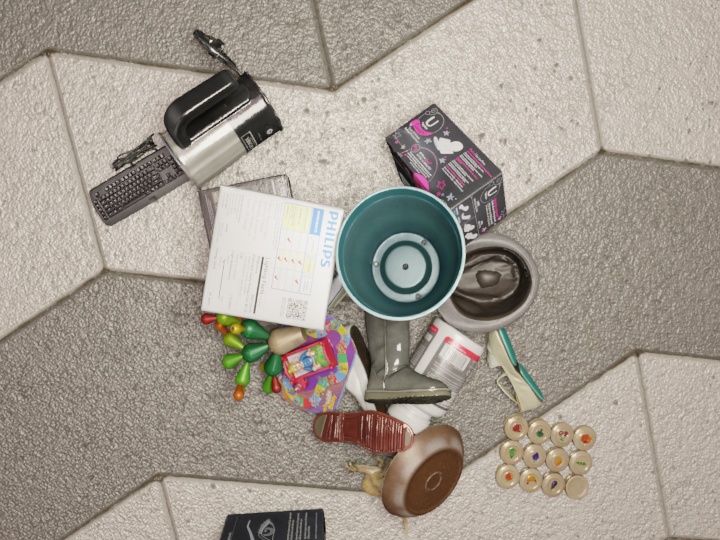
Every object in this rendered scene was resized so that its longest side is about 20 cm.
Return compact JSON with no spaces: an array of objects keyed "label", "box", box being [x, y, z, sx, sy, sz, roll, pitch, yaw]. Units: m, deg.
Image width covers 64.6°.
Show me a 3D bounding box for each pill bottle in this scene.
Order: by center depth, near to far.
[{"label":"pill bottle","box":[0.136,0.201,1.071,0.110,0.111,0.202,32,92,-6]}]

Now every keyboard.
[{"label":"keyboard","box":[-0.406,-0.172,1.036,0.198,0.040,0.105,-32,97,-2]}]

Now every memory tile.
[{"label":"memory tile","box":[0.375,0.378,1.151,0.196,0.017,0.157,10,94,-5]}]

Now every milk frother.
[{"label":"milk frother","box":[-0.270,-0.286,0.993,0.187,0.181,0.201,-36,56,-6]}]

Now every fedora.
[{"label":"fedora","box":[0.230,0.020,1.072,0.196,0.090,0.180,-18,95,4]}]

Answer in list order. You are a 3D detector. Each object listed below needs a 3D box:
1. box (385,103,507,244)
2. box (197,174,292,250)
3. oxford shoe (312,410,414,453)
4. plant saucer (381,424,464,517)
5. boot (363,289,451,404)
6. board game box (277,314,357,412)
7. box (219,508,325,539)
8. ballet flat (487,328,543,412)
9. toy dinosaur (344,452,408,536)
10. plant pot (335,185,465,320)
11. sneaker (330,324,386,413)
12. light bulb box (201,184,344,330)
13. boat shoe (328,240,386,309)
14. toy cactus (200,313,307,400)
[{"label":"box","box":[0.151,-0.163,0.989,0.114,0.133,0.201,-33,58,0]},{"label":"box","box":[-0.190,-0.058,1.037,0.161,0.086,0.204,-12,95,-3]},{"label":"oxford shoe","box":[0.013,0.293,1.057,0.196,0.075,0.072,4,78,26]},{"label":"plant saucer","box":[0.128,0.387,1.071,0.197,0.037,0.204,-15,118,-29]},{"label":"boot","box":[0.080,0.134,1.026,0.179,0.073,0.204,-5,65,25]},{"label":"board game box","box":[-0.098,0.174,1.047,0.156,0.039,0.203,24,108,14]},{"label":"box","box":[-0.162,0.533,1.059,0.196,0.148,0.107,-2,96,-3]},{"label":"ballet flat","box":[0.285,0.189,1.108,0.069,0.069,0.202,-31,97,-1]},{"label":"toy dinosaur","box":[0.056,0.420,1.121,0.101,0.058,0.200,-39,102,16]},{"label":"plant pot","box":[0.070,-0.014,0.943,0.196,0.188,0.204,-1,82,8]},{"label":"sneaker","box":[-0.013,0.203,1.092,0.083,0.073,0.203,-17,100,24]},{"label":"light bulb box","box":[-0.140,-0.021,0.937,0.196,0.125,0.202,10,93,-5]},{"label":"boat shoe","box":[0.000,0.000,1.064,0.062,0.072,0.201,39,88,-4]},{"label":"toy cactus","box":[-0.174,0.137,0.989,0.162,0.103,0.203,-20,111,10]}]
